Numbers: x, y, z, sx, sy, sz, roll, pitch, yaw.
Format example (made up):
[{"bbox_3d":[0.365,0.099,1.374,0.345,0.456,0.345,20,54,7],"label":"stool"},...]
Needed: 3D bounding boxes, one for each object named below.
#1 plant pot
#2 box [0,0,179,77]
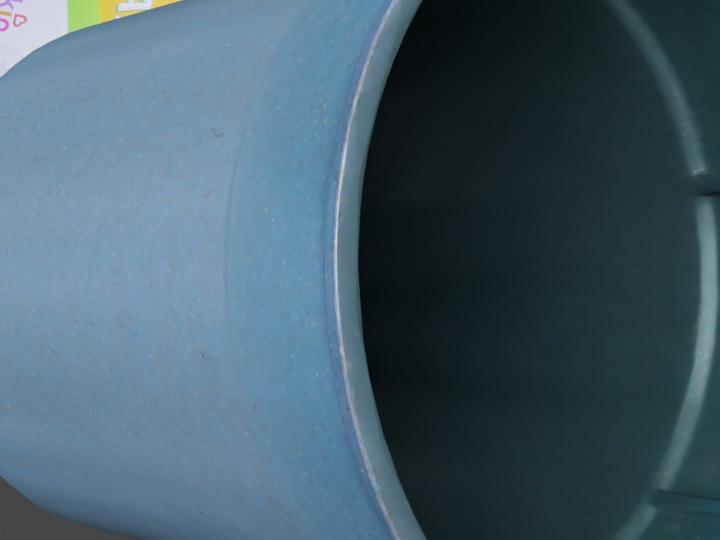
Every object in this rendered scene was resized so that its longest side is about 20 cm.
[{"bbox_3d":[0.000,0.000,0.640,0.196,0.200,0.200,0,75,46],"label":"plant pot"},{"bbox_3d":[-0.092,-0.105,0.787,0.112,0.101,0.200,11,80,4],"label":"box"}]
